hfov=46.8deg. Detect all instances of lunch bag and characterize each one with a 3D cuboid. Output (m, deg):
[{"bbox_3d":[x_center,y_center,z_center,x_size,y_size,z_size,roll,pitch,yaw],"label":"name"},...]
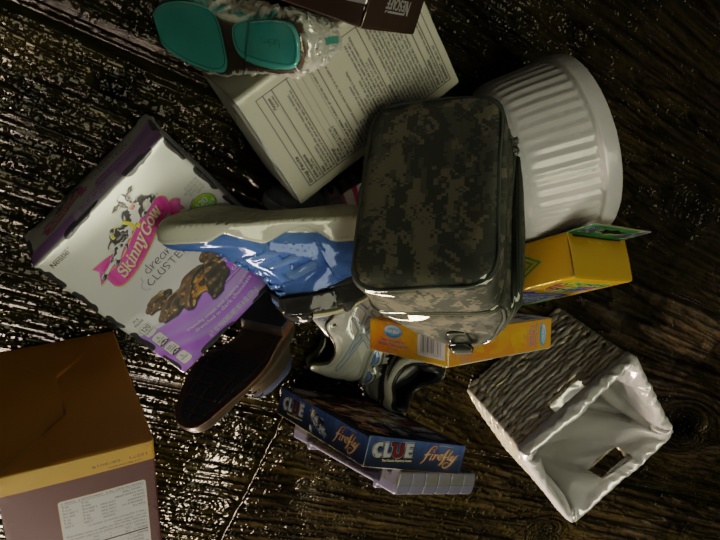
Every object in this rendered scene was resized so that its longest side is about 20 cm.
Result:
[{"bbox_3d":[0.083,-0.041,0.772,0.138,0.202,0.168,-2,156,17],"label":"lunch bag"}]

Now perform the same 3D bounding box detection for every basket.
[{"bbox_3d":[0.288,0.198,1.152,0.198,0.161,0.200,-40,127,-3],"label":"basket"}]

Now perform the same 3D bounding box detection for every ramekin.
[{"bbox_3d":[0.187,-0.124,0.902,0.104,0.201,0.201,-16,123,-8],"label":"ramekin"}]

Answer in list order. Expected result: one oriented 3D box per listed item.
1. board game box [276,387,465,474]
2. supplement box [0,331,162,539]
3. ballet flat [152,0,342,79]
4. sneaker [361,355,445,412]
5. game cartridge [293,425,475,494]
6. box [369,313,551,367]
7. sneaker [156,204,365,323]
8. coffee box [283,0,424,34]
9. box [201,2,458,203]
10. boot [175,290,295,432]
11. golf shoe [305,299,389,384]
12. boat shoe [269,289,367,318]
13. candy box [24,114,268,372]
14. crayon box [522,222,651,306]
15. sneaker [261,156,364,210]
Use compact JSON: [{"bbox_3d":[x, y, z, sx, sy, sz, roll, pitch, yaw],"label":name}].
[{"bbox_3d":[0.007,0.183,0.966,0.135,0.199,0.035,14,90,-34],"label":"board game box"},{"bbox_3d":[-0.283,0.204,0.819,0.132,0.197,0.202,-10,120,-23],"label":"supplement box"},{"bbox_3d":[-0.094,-0.201,0.715,0.072,0.199,0.072,-27,128,-42],"label":"ballet flat"},{"bbox_3d":[0.092,0.096,1.035,0.200,0.088,0.076,-47,126,0],"label":"sneaker"},{"bbox_3d":[0.026,0.222,0.992,0.129,0.199,0.039,18,87,-39],"label":"game cartridge"},{"bbox_3d":[0.121,0.069,0.933,0.199,0.119,0.042,-6,99,-42],"label":"box"},{"bbox_3d":[-0.087,-0.001,0.777,0.198,0.077,0.112,-3,108,-14],"label":"sneaker"},{"bbox_3d":[-0.052,-0.261,0.671,0.114,0.199,0.080,-26,138,-62],"label":"coffee box"},{"bbox_3d":[-0.028,-0.186,0.798,0.199,0.109,0.128,-37,128,-5],"label":"box"},{"bbox_3d":[-0.123,0.120,0.896,0.200,0.074,0.097,-53,149,-42],"label":"boot"},{"bbox_3d":[-0.007,0.043,0.963,0.096,0.078,0.202,4,113,-23],"label":"golf shoe"},{"bbox_3d":[0.000,0.000,0.876,0.199,0.075,0.068,-23,168,-11],"label":"boat shoe"},{"bbox_3d":[-0.193,-0.021,0.823,0.168,0.072,0.200,-45,129,1],"label":"candy box"},{"bbox_3d":[0.207,0.001,0.921,0.125,0.199,0.052,3,75,-44],"label":"crayon box"},{"bbox_3d":[-0.004,-0.111,0.868,0.199,0.084,0.122,-7,125,-34],"label":"sneaker"}]
